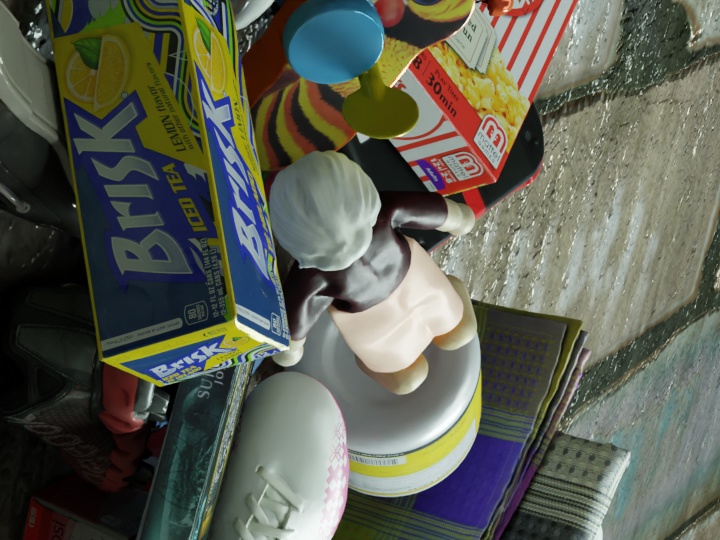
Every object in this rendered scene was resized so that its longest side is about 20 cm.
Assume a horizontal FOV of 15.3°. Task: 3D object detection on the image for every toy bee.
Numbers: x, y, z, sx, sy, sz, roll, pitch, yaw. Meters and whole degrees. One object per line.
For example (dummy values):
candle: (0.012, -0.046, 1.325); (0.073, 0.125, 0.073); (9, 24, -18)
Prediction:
toy bee: (0.012, -0.118, 1.254); (0.200, 0.109, 0.131); (138, -43, -54)

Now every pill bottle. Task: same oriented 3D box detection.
pill bottle: (0.016, 0.072, 1.579); (0.200, 0.112, 0.112); (81, 34, -75)

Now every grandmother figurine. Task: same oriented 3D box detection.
grandmother figurine: (0.000, 0.000, 1.316); (0.121, 0.061, 0.200); (-49, 154, -9)

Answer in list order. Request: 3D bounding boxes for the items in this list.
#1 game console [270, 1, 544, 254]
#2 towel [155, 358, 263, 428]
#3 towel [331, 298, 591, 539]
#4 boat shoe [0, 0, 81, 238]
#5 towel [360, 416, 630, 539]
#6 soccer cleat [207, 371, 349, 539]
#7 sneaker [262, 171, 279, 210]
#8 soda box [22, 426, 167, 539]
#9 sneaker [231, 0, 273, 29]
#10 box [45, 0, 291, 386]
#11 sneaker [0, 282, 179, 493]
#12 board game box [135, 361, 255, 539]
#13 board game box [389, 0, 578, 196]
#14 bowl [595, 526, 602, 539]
game console: (0.021, -0.115, 1.446); (0.177, 0.031, 0.200); (-34, 105, -49)
towel: (-0.090, -0.010, 1.380); (0.112, 0.048, 0.200); (-54, 152, -33)
towel: (0.053, 0.108, 1.691); (0.023, 0.144, 0.200); (38, 74, -45)
boat shoe: (-0.159, -0.064, 1.188); (0.200, 0.057, 0.067); (61, 18, -66)
towel: (0.057, 0.176, 1.685); (0.035, 0.200, 0.193); (38, 73, -45)
soccer cleat: (-0.055, 0.152, 1.383); (0.086, 0.070, 0.200); (-59, 166, -70)
sneaker: (0.008, -0.042, 1.520); (0.200, 0.077, 0.084); (-23, 131, -56)
soda box: (-0.104, 0.133, 1.446); (0.200, 0.063, 0.070); (-24, 131, -60)
sneaker: (-0.044, -0.207, 1.307); (0.200, 0.075, 0.100); (-63, 164, 5)
box: (-0.088, -0.055, 1.189); (0.064, 0.070, 0.200); (31, 45, -65)
sneaker: (-0.137, 0.054, 1.298); (0.200, 0.098, 0.071); (107, -3, -70)
board game box: (-0.082, 0.096, 1.302); (0.135, 0.028, 0.200); (92, 13, -83)
board game box: (0.046, -0.163, 1.429); (0.152, 0.046, 0.200); (50, 46, -28)
bowl: (0.109, 0.199, 1.922); (0.200, 0.108, 0.200); (-49, 150, -41)
